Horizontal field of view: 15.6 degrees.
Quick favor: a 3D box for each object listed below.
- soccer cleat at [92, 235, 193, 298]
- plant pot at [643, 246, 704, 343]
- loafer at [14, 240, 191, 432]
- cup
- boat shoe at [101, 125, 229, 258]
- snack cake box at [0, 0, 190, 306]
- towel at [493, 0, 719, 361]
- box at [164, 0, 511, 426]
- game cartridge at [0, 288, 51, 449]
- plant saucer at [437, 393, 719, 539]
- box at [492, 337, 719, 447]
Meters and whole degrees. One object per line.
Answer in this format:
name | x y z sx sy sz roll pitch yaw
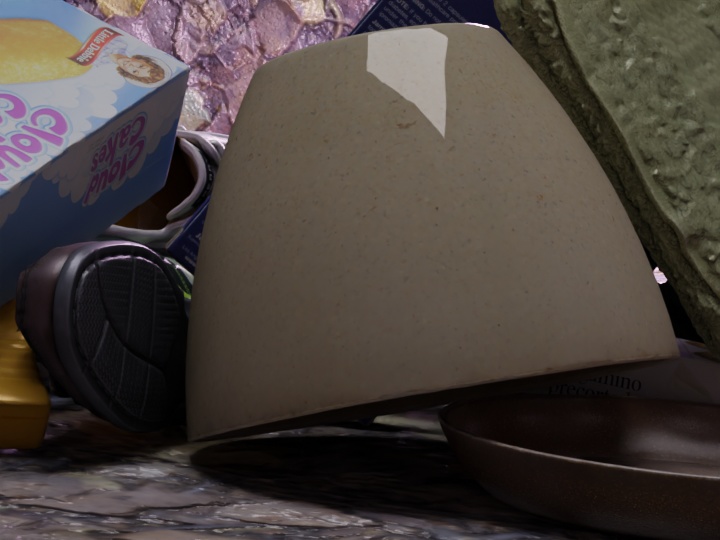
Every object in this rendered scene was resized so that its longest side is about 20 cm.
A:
soccer cleat | -0.100 0.022 1.264 0.081 0.068 0.199 3 -5 42
plant pot | 0.136 -0.016 1.280 0.199 0.202 0.196 5 -4 3
loafer | -0.100 0.030 1.075 0.063 0.072 0.200 4 -8 20
cup | 0.017 -0.018 1.054 0.199 0.144 0.200 -10 -4 -1
boat shoe | -0.094 -0.039 1.284 0.070 0.071 0.199 -12 -9 40
snack cake box | -0.169 -0.048 1.082 0.114 0.068 0.200 26 33 15
towel | 0.154 -0.067 1.134 0.148 0.201 0.036 -33 -2 -33
box | 0.023 -0.046 1.167 0.121 0.200 0.032 41 6 -1
game cartridge | -0.228 0.000 1.067 0.175 0.033 0.200 3 32 -22
plant saucer | 0.127 0.077 1.016 0.199 0.032 0.200 5 4 0
box | 0.157 0.056 1.132 0.199 0.039 0.041 12 10 18
